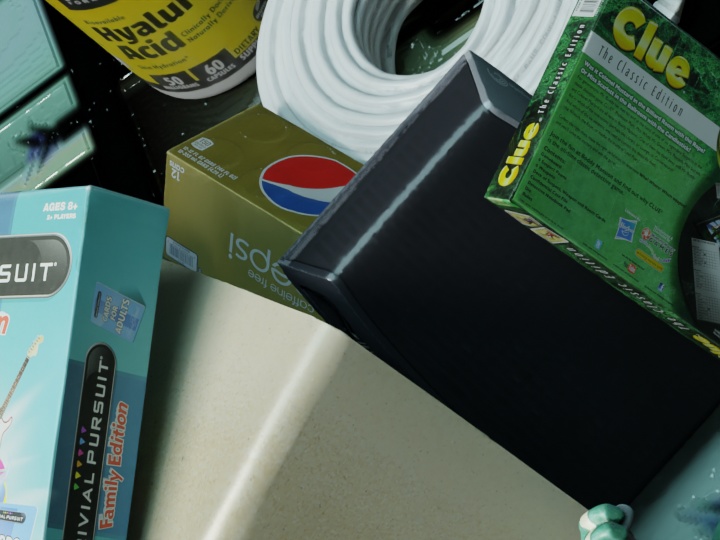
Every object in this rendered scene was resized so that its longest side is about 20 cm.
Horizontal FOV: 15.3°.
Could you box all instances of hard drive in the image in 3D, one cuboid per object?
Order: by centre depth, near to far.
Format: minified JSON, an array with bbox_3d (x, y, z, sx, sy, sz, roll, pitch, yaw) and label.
[{"bbox_3d":[0.075,0.017,1.143,0.135,0.200,0.042,-47,27,2],"label":"hard drive"}]

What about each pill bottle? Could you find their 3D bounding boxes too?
[{"bbox_3d":[-0.124,-0.179,1.375,0.111,0.200,0.112,-15,59,27],"label":"pill bottle"}]

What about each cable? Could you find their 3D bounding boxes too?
[{"bbox_3d":[0.042,-0.119,1.319,0.199,0.069,0.201,29,84,39],"label":"cable"}]

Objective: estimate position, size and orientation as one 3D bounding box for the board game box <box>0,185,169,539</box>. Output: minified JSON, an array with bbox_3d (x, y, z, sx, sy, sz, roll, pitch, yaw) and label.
[{"bbox_3d":[-0.156,0.072,1.082,0.150,0.047,0.202,-3,77,43],"label":"board game box"}]

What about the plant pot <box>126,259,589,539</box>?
[{"bbox_3d":[-0.043,0.126,1.134,0.200,0.199,0.178,20,76,55],"label":"plant pot"}]

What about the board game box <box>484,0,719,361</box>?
[{"bbox_3d":[0.147,-0.028,1.124,0.023,0.199,0.105,14,73,57],"label":"board game box"}]

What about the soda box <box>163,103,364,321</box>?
[{"bbox_3d":[0.000,0.000,1.252,0.199,0.064,0.068,32,43,29],"label":"soda box"}]

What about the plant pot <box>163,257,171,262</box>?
[{"bbox_3d":[-0.167,0.107,1.271,0.199,0.200,0.189,-16,66,26],"label":"plant pot"}]

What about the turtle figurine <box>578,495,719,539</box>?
[{"bbox_3d":[0.146,0.146,1.090,0.150,0.101,0.200,41,76,0],"label":"turtle figurine"}]
